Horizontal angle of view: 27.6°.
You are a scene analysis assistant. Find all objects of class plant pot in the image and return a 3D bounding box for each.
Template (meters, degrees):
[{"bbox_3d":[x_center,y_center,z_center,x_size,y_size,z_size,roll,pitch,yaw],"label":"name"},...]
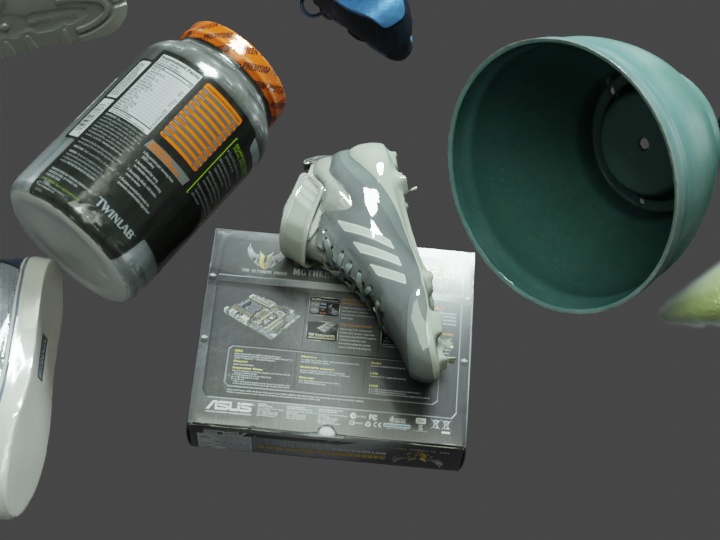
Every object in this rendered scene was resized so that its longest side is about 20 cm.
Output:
[{"bbox_3d":[0.183,-0.082,1.084,0.134,0.201,0.200,-21,63,-42],"label":"plant pot"}]

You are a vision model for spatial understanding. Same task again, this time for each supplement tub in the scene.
[{"bbox_3d":[-0.153,-0.085,1.091,0.122,0.123,0.200,35,66,14],"label":"supplement tub"}]

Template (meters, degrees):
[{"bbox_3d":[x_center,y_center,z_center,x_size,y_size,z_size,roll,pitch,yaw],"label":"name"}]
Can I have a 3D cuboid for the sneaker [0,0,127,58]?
[{"bbox_3d":[-0.290,-0.224,1.189,0.199,0.077,0.081,-6,53,-11],"label":"sneaker"}]

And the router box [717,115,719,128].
[{"bbox_3d":[0.403,-0.096,1.158,0.150,0.062,0.200,-38,71,-18],"label":"router box"}]

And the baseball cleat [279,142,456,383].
[{"bbox_3d":[0.000,0.000,1.042,0.106,0.070,0.201,-12,54,-2],"label":"baseball cleat"}]

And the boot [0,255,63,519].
[{"bbox_3d":[-0.270,0.082,1.039,0.090,0.073,0.201,-1,56,6],"label":"boot"}]

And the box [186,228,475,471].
[{"bbox_3d":[-0.019,0.056,1.068,0.199,0.048,0.159,5,62,-1],"label":"box"}]

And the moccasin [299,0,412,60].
[{"bbox_3d":[-0.019,-0.230,1.195,0.080,0.068,0.200,-27,44,-1],"label":"moccasin"}]
